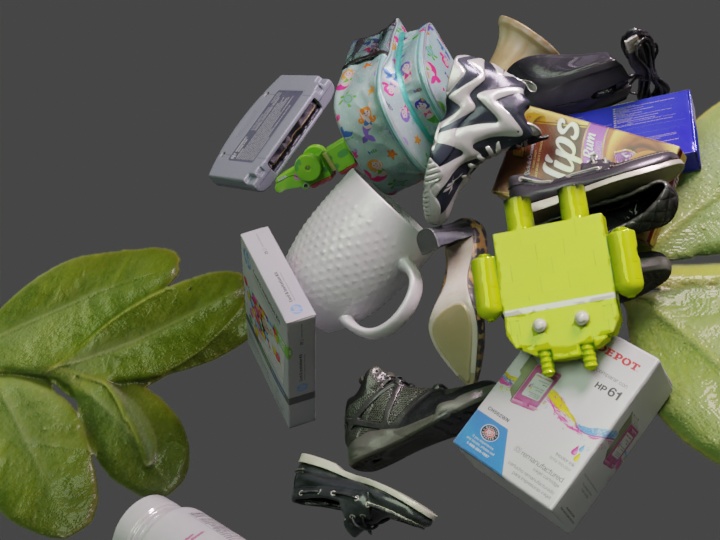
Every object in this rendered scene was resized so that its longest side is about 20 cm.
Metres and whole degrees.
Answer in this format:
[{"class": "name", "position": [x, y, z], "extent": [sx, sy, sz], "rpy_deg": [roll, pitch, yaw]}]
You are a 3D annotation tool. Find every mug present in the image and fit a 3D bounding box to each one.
[{"class": "mug", "position": [0.000, 0.000, 1.390], "extent": [0.175, 0.148, 0.200], "rpy_deg": [-48, 52, 7]}]

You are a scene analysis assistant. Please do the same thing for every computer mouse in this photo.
[{"class": "computer mouse", "position": [0.274, -0.231, 1.392], "extent": [0.199, 0.139, 0.053], "rpy_deg": [-2, 61, 27]}]

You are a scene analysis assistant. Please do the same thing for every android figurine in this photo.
[{"class": "android figurine", "position": [0.210, 0.012, 1.196], "extent": [0.181, 0.041, 0.201], "rpy_deg": [-9, 77, 20]}]

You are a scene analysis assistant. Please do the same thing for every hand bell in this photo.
[{"class": "hand bell", "position": [0.171, -0.227, 1.495], "extent": [0.104, 0.104, 0.200], "rpy_deg": [39, 96, 39]}]

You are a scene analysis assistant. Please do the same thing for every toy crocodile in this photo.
[{"class": "toy crocodile", "position": [-0.031, -0.159, 1.563], "extent": [0.199, 0.062, 0.068], "rpy_deg": [-28, 13, 13]}]

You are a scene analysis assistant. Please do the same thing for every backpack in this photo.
[{"class": "backpack", "position": [0.054, -0.201, 1.407], "extent": [0.150, 0.178, 0.200], "rpy_deg": [-16, 34, 31]}]

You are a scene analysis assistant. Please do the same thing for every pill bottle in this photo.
[{"class": "pill bottle", "position": [-0.190, 0.345, 1.298], "extent": [0.200, 0.113, 0.114], "rpy_deg": [21, 72, 36]}]

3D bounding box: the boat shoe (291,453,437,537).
[{"class": "boat shoe", "position": [-0.004, 0.268, 1.273], "extent": [0.199, 0.075, 0.066], "rpy_deg": [16, 72, 35]}]

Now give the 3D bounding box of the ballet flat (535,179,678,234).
[{"class": "ballet flat", "position": [0.252, -0.053, 1.236], "extent": [0.199, 0.057, 0.067], "rpy_deg": [-21, 48, 11]}]

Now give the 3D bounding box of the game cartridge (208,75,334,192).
[{"class": "game cartridge", "position": [-0.134, -0.202, 1.634], "extent": [0.133, 0.041, 0.200], "rpy_deg": [16, 66, 46]}]

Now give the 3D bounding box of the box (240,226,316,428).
[{"class": "box", "position": [-0.099, 0.072, 1.368], "extent": [0.041, 0.200, 0.156], "rpy_deg": [-16, 49, -18]}]

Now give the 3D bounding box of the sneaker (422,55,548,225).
[{"class": "sneaker", "position": [0.150, -0.141, 1.304], "extent": [0.129, 0.079, 0.200], "rpy_deg": [14, 91, 6]}]

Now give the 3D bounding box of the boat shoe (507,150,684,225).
[{"class": "boat shoe", "position": [0.261, -0.107, 1.261], "extent": [0.199, 0.073, 0.063], "rpy_deg": [-17, 68, 16]}]

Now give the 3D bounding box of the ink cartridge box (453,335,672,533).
[{"class": "ink cartridge box", "position": [0.221, 0.156, 1.216], "extent": [0.144, 0.085, 0.200], "rpy_deg": [31, 77, 38]}]

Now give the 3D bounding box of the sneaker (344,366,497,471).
[{"class": "sneaker", "position": [0.066, 0.149, 1.307], "extent": [0.199, 0.076, 0.115], "rpy_deg": [-25, 59, 19]}]

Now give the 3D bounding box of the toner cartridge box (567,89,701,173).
[{"class": "toner cartridge box", "position": [0.315, -0.155, 1.385], "extent": [0.199, 0.043, 0.095], "rpy_deg": [-9, 57, 23]}]

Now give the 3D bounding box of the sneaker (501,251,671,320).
[{"class": "sneaker", "position": [0.255, -0.012, 1.298], "extent": [0.199, 0.076, 0.115], "rpy_deg": [-15, 61, 26]}]

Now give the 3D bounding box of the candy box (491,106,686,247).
[{"class": "candy box", "position": [0.270, -0.113, 1.330], "extent": [0.199, 0.056, 0.117], "rpy_deg": [20, 90, 27]}]

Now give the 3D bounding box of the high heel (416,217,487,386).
[{"class": "high heel", "position": [0.138, 0.035, 1.364], "extent": [0.071, 0.142, 0.201], "rpy_deg": [-15, 89, 34]}]
